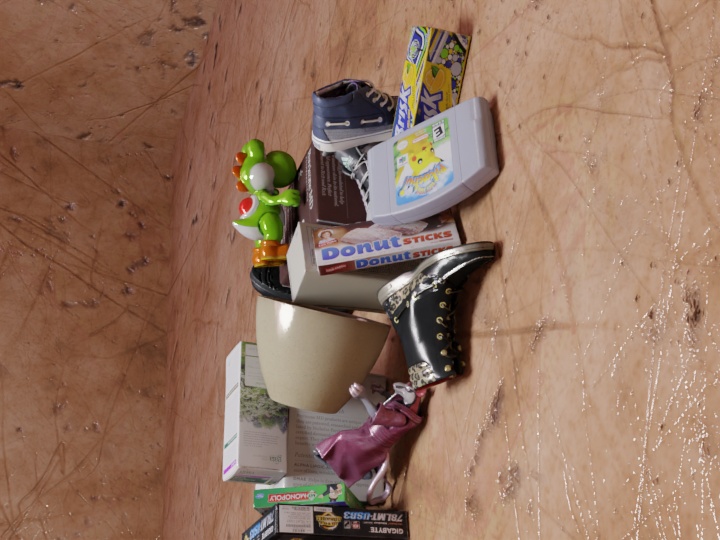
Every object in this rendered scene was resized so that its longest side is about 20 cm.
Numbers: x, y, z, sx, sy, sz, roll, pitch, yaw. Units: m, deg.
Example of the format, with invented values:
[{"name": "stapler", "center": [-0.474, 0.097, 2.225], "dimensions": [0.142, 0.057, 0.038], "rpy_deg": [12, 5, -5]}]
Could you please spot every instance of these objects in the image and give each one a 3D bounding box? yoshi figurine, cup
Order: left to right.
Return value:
[{"name": "yoshi figurine", "center": [-0.135, -0.111, 1.713], "dimensions": [0.112, 0.112, 0.201], "rpy_deg": [11, -111, -69]}, {"name": "cup", "center": [-0.067, 0.127, 1.569], "dimensions": [0.200, 0.199, 0.144], "rpy_deg": [-167, 90, -72]}]

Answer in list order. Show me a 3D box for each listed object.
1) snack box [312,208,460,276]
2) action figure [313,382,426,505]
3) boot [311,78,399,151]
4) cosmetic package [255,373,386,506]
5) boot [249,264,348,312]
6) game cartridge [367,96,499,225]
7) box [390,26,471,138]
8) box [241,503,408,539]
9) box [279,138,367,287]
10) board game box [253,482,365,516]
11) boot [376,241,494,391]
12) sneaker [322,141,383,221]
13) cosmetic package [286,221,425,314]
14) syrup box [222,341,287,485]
[{"name": "snack box", "center": [0.035, -0.041, 1.498], "dimensions": [0.024, 0.199, 0.072], "rpy_deg": [81, 179, -47]}, {"name": "action figure", "center": [0.031, 0.232, 1.540], "dimensions": [0.200, 0.134, 0.149], "rpy_deg": [-42, 75, 24]}, {"name": "boot", "center": [0.021, -0.244, 1.600], "dimensions": [0.073, 0.199, 0.091], "rpy_deg": [50, 151, 41]}, {"name": "cosmetic package", "center": [-0.063, 0.269, 1.703], "dimensions": [0.165, 0.164, 0.201], "rpy_deg": [141, 134, -62]}, {"name": "boot", "center": [-0.123, 0.081, 1.905], "dimensions": [0.077, 0.199, 0.168], "rpy_deg": [-98, 30, -49]}, {"name": "game cartridge", "center": [0.093, -0.140, 1.461], "dimensions": [0.200, 0.040, 0.134], "rpy_deg": [-24, 58, 32]}, {"name": "box", "center": [0.098, -0.250, 1.575], "dimensions": [0.064, 0.070, 0.201], "rpy_deg": [27, 109, 62]}, {"name": "box", "center": [-0.057, 0.392, 1.582], "dimensions": [0.200, 0.198, 0.050], "rpy_deg": [129, 146, -56]}, {"name": "box", "center": [-0.028, -0.082, 1.742], "dimensions": [0.200, 0.164, 0.166], "rpy_deg": [123, 149, -52]}, {"name": "board game box", "center": [-0.067, 0.357, 1.596], "dimensions": [0.200, 0.134, 0.029], "rpy_deg": [64, -158, -62]}, {"name": "boot", "center": [0.116, 0.060, 1.416], "dimensions": [0.203, 0.073, 0.154], "rpy_deg": [-31, 70, 42]}, {"name": "sneaker", "center": [0.003, -0.143, 1.621], "dimensions": [0.078, 0.139, 0.200], "rpy_deg": [-62, 3, 37]}, {"name": "cosmetic package", "center": [0.000, 0.000, 1.569], "dimensions": [0.104, 0.199, 0.073], "rpy_deg": [-99, 23, -44]}, {"name": "syrup box", "center": [-0.158, 0.216, 1.625], "dimensions": [0.081, 0.078, 0.201], "rpy_deg": [134, 140, -55]}]
